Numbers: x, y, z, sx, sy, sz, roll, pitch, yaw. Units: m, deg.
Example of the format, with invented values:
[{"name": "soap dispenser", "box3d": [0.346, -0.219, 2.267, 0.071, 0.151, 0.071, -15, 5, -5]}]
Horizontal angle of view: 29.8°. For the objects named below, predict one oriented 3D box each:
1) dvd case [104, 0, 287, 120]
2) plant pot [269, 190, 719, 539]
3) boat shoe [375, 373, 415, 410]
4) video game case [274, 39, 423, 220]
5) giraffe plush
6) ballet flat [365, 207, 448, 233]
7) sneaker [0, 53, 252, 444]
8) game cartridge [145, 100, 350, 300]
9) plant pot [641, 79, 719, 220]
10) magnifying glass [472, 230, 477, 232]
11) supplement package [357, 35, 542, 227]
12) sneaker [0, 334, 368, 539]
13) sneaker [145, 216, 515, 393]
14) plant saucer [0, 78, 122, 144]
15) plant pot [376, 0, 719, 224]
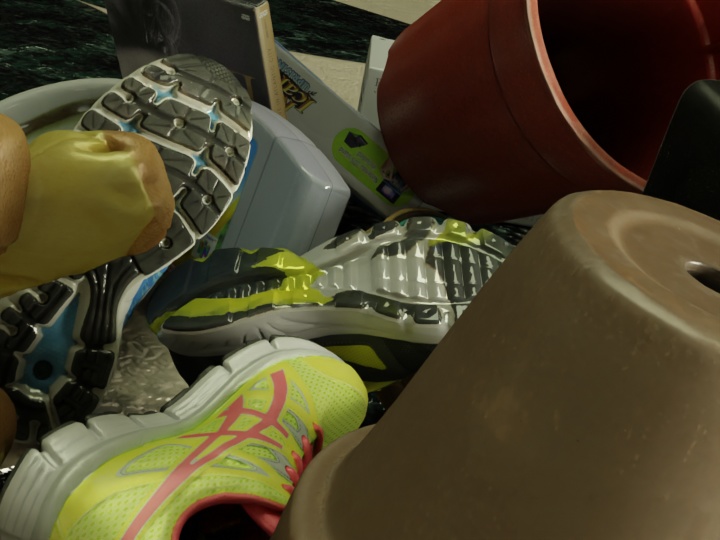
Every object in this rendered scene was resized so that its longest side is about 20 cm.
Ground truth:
[{"name": "dvd case", "box3d": [-0.102, -0.098, 0.880, 0.148, 0.201, 0.016, 24, 48, 35]}, {"name": "plant pot", "box3d": [0.082, 0.075, 0.458, 0.199, 0.175, 0.200, 18, 26, -9]}, {"name": "boat shoe", "box3d": [0.108, 0.068, 0.695, 0.199, 0.072, 0.064, 20, 17, 19]}, {"name": "video game case", "box3d": [-0.044, -0.111, 0.978, 0.181, 0.045, 0.200, 40, -1, -12]}, {"name": "giraffe plush", "box3d": [-0.179, 0.028, 0.511, 0.199, 0.163, 0.172, 2, -2, -32]}, {"name": "ballet flat", "box3d": [0.000, 0.000, 0.848, 0.063, 0.069, 0.200, 2, 12, 29]}, {"name": "sneaker", "box3d": [-0.126, -0.018, 0.654, 0.078, 0.200, 0.090, 33, 0, -16]}, {"name": "game cartridge", "box3d": [-0.090, -0.038, 0.799, 0.040, 0.134, 0.200, 17, 9, -43]}, {"name": "plant pot", "box3d": [0.264, 0.032, 0.718, 0.199, 0.201, 0.178, 0, 32, -27]}, {"name": "magnifying glass", "box3d": [0.097, 0.041, 0.768, 0.022, 0.080, 0.200, -8, 31, -41]}, {"name": "supplement package", "box3d": [0.095, -0.120, 1.161, 0.199, 0.111, 0.156, 9, 19, -2]}, {"name": "sneaker", "box3d": [-0.051, 0.093, 0.561, 0.090, 0.078, 0.200, 31, 32, 26]}, {"name": "sneaker", "box3d": [-0.002, 0.029, 0.672, 0.199, 0.085, 0.075, -2, 44, 11]}, {"name": "plant saucer", "box3d": [-0.176, -0.028, 0.779, 0.199, 0.050, 0.201, -8, 47, 9]}, {"name": "plant pot", "box3d": [0.120, -0.120, 0.839, 0.200, 0.202, 0.195, -3, -8, -33]}]
